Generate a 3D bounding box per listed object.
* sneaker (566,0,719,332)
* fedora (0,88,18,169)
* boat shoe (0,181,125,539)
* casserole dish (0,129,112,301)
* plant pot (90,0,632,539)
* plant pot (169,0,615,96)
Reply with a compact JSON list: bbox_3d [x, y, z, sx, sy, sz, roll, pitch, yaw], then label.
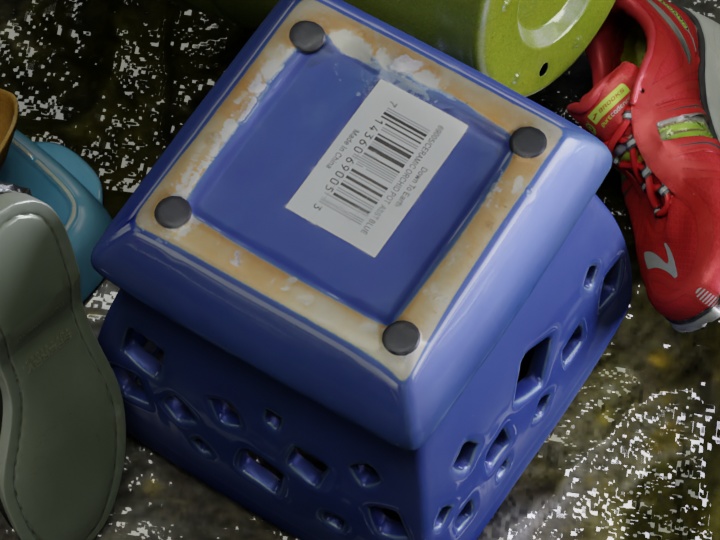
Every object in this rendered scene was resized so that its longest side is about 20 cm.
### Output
[{"bbox_3d":[0.138,-0.057,1.201,0.085,0.077,0.201,23,42,-31],"label":"sneaker"},{"bbox_3d":[-0.256,-0.051,1.163,0.200,0.082,0.201,-25,30,15],"label":"fedora"},{"bbox_3d":[-0.156,0.043,1.117,0.060,0.202,0.072,27,47,37],"label":"boat shoe"},{"bbox_3d":[-0.211,0.001,1.217,0.121,0.039,0.200,39,70,20],"label":"casserole dish"},{"bbox_3d":[0.000,0.000,1.134,0.199,0.180,0.200,29,67,16],"label":"plant pot"},{"bbox_3d":[0.024,-0.179,1.196,0.192,0.201,0.200,31,66,28],"label":"plant pot"}]
